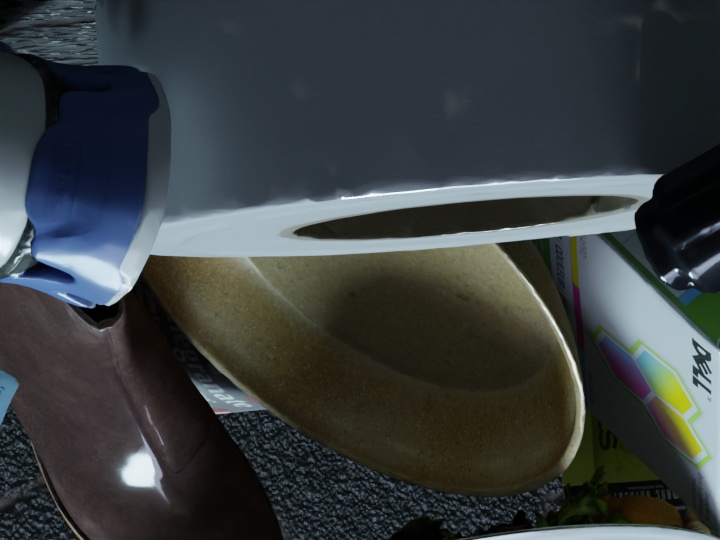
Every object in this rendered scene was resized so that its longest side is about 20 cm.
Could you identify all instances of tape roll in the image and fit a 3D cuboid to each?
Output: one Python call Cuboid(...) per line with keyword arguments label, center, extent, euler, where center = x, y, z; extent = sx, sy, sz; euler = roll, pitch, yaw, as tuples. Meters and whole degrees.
Cuboid(label="tape roll", center=(0.027, -0.048, 0.783), extent=(0.202, 0.071, 0.202), euler=(-5, 176, 0))

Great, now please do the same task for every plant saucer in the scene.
Cuboid(label="plant saucer", center=(0.000, 0.000, 0.987), extent=(0.200, 0.200, 0.035), euler=(-9, -144, 52))

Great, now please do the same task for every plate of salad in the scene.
Cuboid(label="plate of salad", center=(0.044, 0.120, 1.065), extent=(0.200, 0.048, 0.200), euler=(-9, 160, -3))

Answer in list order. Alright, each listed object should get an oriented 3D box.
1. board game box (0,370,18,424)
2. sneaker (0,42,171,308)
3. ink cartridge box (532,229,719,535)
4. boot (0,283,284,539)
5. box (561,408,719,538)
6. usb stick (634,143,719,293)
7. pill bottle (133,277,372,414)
Cuboid(label="board game box", center=(-0.222, 0.035, 0.813), extent=(0.200, 0.105, 0.103), euler=(26, 176, -38))
Cuboid(label="sneaker", center=(-0.142, -0.039, 0.755), extent=(0.115, 0.081, 0.199), euler=(14, 174, -30))
Cuboid(label="ink cartridge box", center=(0.153, 0.042, 0.985), extent=(0.076, 0.200, 0.148), euler=(-36, 151, -14))
Cuboid(label="boot", center=(-0.096, 0.043, 1.034), extent=(0.072, 0.200, 0.166), euler=(-37, 172, -12))
Cuboid(label="box", center=(0.117, 0.036, 1.136), extent=(0.075, 0.201, 0.050), euler=(-5, -175, 22))
Cuboid(label="usb stick", center=(0.156, -0.052, 0.654), extent=(0.200, 0.033, 0.055), euler=(-31, 173, 20))
Cuboid(label="pill bottle", center=(-0.018, -0.001, 1.124), extent=(0.200, 0.111, 0.111), euler=(-8, 175, 37))
